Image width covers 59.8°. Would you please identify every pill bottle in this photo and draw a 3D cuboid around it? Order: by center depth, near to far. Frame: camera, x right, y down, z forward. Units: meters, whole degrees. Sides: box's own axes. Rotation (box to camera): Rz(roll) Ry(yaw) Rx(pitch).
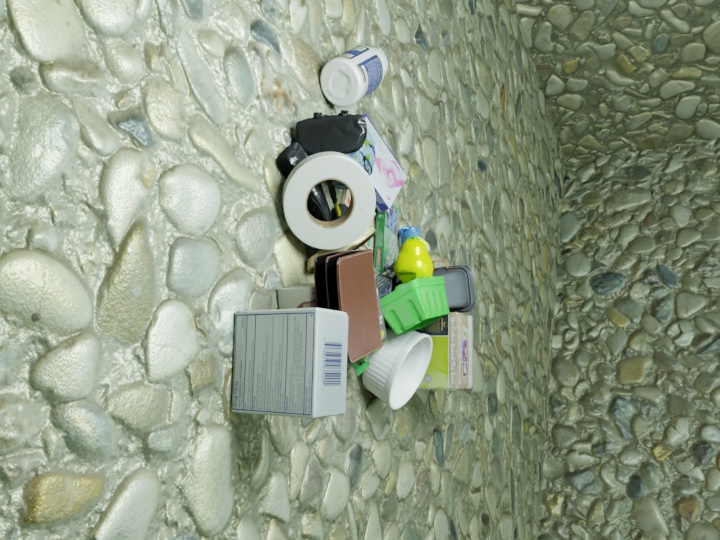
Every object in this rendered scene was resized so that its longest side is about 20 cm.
[{"bbox_3d":[-0.008,-0.478,1.521,0.200,0.109,0.113,-49,128,-51],"label":"pill bottle"}]

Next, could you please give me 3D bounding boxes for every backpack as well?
[{"bbox_3d":[-0.040,-0.264,1.410,0.200,0.159,0.158,-12,99,-77],"label":"backpack"}]

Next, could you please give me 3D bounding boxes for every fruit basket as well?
[{"bbox_3d":[0.120,0.033,1.510,0.215,0.154,0.218,43,30,-32],"label":"fruit basket"}]

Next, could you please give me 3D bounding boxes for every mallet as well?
[{"bbox_3d":[-0.057,-0.144,1.403,0.200,0.040,0.067,68,26,-72],"label":"mallet"}]

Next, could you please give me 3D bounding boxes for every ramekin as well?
[{"bbox_3d":[0.090,0.234,1.566,0.200,0.096,0.204,-41,144,-39],"label":"ramekin"}]

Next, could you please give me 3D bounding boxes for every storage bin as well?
[{"bbox_3d":[0.191,0.049,1.682,0.133,0.197,0.149,-5,89,-45],"label":"storage bin"}]

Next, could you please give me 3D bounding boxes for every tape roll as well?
[{"bbox_3d":[-0.064,-0.144,1.309,0.037,0.199,0.206,-119,-173,-64],"label":"tape roll"}]

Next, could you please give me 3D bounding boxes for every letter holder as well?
[{"bbox_3d":[-0.039,0.070,1.237,0.141,0.099,0.205,-19,104,-60],"label":"letter holder"}]

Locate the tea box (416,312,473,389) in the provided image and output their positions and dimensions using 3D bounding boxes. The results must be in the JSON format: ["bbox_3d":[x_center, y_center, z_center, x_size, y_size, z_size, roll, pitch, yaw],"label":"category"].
[{"bbox_3d":[0.202,0.223,1.727,0.133,0.193,0.205,15,74,-58],"label":"tea box"}]

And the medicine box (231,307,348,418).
[{"bbox_3d":[-0.130,0.167,1.141,0.102,0.196,0.187,14,75,-56],"label":"medicine box"}]

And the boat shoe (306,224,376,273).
[{"bbox_3d":[-0.052,-0.060,1.414,0.199,0.073,0.063,-34,84,-34],"label":"boat shoe"}]

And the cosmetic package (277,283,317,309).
[{"bbox_3d":[-0.104,0.131,1.304,0.103,0.086,0.205,-14,99,-59],"label":"cosmetic package"}]

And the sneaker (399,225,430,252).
[{"bbox_3d":[0.146,-0.064,1.738,0.200,0.074,0.107,112,-39,-70],"label":"sneaker"}]

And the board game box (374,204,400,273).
[{"bbox_3d":[0.073,-0.080,1.681,0.134,0.028,0.205,33,58,-67],"label":"board game box"}]

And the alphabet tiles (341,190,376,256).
[{"bbox_3d":[0.004,-0.119,1.597,0.200,0.014,0.200,42,52,-52],"label":"alphabet tiles"}]

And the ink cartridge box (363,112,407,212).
[{"bbox_3d":[0.043,-0.287,1.613,0.197,0.043,0.202,51,44,-23],"label":"ink cartridge box"}]

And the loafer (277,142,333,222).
[{"bbox_3d":[-0.108,-0.180,1.352,0.071,0.067,0.203,-54,129,-36],"label":"loafer"}]

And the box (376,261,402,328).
[{"bbox_3d":[0.055,0.089,1.576,0.199,0.043,0.164,-34,134,-52],"label":"box"}]

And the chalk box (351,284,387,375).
[{"bbox_3d":[-0.023,0.132,1.416,0.124,0.121,0.205,-33,116,-58],"label":"chalk box"}]

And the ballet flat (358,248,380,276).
[{"bbox_3d":[0.000,0.000,1.528,0.200,0.066,0.064,44,57,-49],"label":"ballet flat"}]
